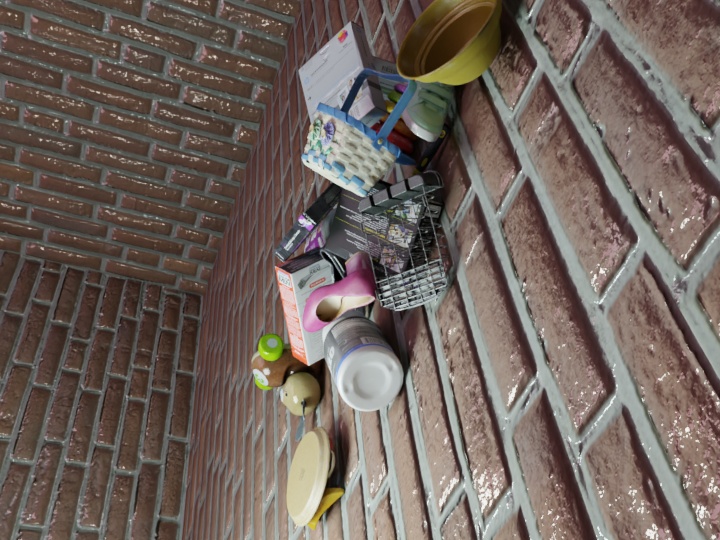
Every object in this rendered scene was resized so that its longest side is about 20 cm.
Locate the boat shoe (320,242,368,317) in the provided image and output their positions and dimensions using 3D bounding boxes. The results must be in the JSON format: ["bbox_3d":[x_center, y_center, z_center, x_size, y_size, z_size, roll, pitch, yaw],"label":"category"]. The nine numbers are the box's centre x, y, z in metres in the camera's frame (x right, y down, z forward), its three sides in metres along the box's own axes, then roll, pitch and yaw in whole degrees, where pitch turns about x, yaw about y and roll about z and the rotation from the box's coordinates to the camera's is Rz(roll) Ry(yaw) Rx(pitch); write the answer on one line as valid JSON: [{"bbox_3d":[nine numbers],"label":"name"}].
[{"bbox_3d":[-0.037,0.032,1.519,0.072,0.062,0.203,14,124,42],"label":"boat shoe"}]

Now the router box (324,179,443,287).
[{"bbox_3d":[0.035,-0.074,1.372,0.199,0.051,0.152,28,105,41],"label":"router box"}]

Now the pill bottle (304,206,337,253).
[{"bbox_3d":[-0.056,-0.049,1.691,0.200,0.110,0.114,137,143,-59],"label":"pill bottle"}]

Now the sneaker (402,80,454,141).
[{"bbox_3d":[0.128,-0.309,1.326,0.119,0.073,0.202,-54,18,42],"label":"sneaker"}]

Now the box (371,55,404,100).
[{"bbox_3d":[0.006,-0.325,1.600,0.041,0.153,0.203,-112,37,-75],"label":"box"}]

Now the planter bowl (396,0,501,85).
[{"bbox_3d":[0.156,-0.352,1.238,0.199,0.083,0.203,-33,38,29],"label":"planter bowl"}]

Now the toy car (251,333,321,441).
[{"bbox_3d":[-0.149,0.260,1.733,0.165,0.155,0.203,107,155,-53],"label":"toy car"}]

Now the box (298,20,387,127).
[{"bbox_3d":[-0.037,-0.336,1.492,0.155,0.041,0.203,-34,60,34],"label":"box"}]

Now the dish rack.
[{"bbox_3d":[0.075,-0.043,1.265,0.152,0.054,0.204,-21,78,39],"label":"dish rack"}]

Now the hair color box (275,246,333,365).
[{"bbox_3d":[-0.093,0.069,1.578,0.064,0.110,0.203,23,129,47],"label":"hair color box"}]

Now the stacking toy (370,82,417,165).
[{"bbox_3d":[0.083,-0.308,1.490,0.202,0.115,0.110,-62,23,9],"label":"stacking toy"}]

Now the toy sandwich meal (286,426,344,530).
[{"bbox_3d":[-0.084,0.403,1.536,0.206,0.069,0.208,126,153,-43],"label":"toy sandwich meal"}]

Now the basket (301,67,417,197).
[{"bbox_3d":[0.001,-0.237,1.320,0.202,0.138,0.176,-58,31,-1],"label":"basket"}]

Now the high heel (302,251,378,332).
[{"bbox_3d":[-0.036,0.065,1.357,0.200,0.067,0.097,-44,38,29],"label":"high heel"}]

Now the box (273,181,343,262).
[{"bbox_3d":[-0.085,-0.104,1.504,0.143,0.036,0.200,-50,5,-29],"label":"box"}]

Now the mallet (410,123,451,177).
[{"bbox_3d":[0.106,-0.164,1.397,0.200,0.066,0.041,-49,8,28],"label":"mallet"}]

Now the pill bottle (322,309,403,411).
[{"bbox_3d":[-0.004,0.147,1.379,0.200,0.112,0.116,-125,51,-68],"label":"pill bottle"}]
